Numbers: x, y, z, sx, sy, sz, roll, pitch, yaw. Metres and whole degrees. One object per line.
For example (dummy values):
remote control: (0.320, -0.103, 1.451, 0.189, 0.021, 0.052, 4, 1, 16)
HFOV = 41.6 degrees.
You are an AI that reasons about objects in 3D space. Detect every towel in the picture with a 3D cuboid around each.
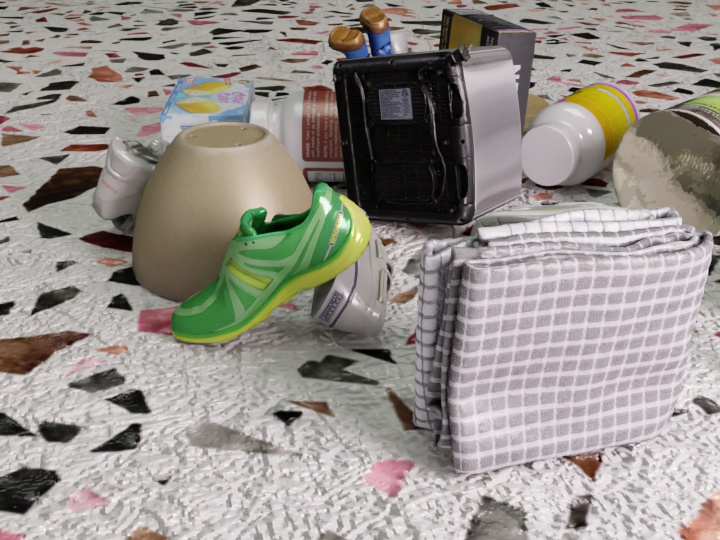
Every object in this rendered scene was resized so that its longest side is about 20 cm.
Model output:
towel: (0.138, 0.048, 0.660, 0.197, 0.168, 0.086, -7, 31, -16)

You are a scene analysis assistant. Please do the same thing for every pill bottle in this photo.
pill bottle: (0.276, -0.170, 1.203, 0.103, 0.106, 0.199, 16, 29, 30)
pill bottle: (-0.035, -0.167, 1.180, 0.197, 0.114, 0.112, 1, 24, 0)

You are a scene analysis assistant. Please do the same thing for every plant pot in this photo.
plant pot: (-0.133, -0.070, 0.944, 0.197, 0.136, 0.201, 0, 25, 0)

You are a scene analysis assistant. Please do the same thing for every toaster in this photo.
toaster: (0.077, -0.150, 1.027, 0.198, 0.183, 0.118, 6, 20, 42)

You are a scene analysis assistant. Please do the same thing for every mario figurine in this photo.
mario figurine: (0.010, -0.244, 1.254, 0.122, 0.201, 0.107, -10, 43, 9)

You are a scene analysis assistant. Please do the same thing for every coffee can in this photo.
coffee can: (0.396, -0.125, 1.059, 0.145, 0.148, 0.199, 22, 33, 39)

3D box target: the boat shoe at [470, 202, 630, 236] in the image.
boat shoe: (0.213, -0.036, 0.954, 0.199, 0.075, 0.065, 1, 22, 22)

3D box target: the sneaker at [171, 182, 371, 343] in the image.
sneaker: (-0.085, -0.009, 0.803, 0.199, 0.084, 0.074, -32, 18, 16)

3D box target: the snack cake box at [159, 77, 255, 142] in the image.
snack cake box: (-0.211, -0.216, 1.338, 0.113, 0.068, 0.201, -1, 25, -2)

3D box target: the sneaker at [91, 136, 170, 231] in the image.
sneaker: (-0.237, -0.090, 1.052, 0.078, 0.100, 0.200, 41, 12, 15)

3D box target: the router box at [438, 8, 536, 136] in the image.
router box: (0.145, -0.207, 1.165, 0.052, 0.203, 0.157, -5, 24, -20)

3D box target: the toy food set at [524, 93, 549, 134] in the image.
toy food set: (0.186, -0.223, 1.383, 0.198, 0.049, 0.198, 13, 28, 25)

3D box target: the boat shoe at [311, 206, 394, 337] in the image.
boat shoe: (0.000, 0.000, 0.879, 0.065, 0.072, 0.200, 28, 18, -9)
